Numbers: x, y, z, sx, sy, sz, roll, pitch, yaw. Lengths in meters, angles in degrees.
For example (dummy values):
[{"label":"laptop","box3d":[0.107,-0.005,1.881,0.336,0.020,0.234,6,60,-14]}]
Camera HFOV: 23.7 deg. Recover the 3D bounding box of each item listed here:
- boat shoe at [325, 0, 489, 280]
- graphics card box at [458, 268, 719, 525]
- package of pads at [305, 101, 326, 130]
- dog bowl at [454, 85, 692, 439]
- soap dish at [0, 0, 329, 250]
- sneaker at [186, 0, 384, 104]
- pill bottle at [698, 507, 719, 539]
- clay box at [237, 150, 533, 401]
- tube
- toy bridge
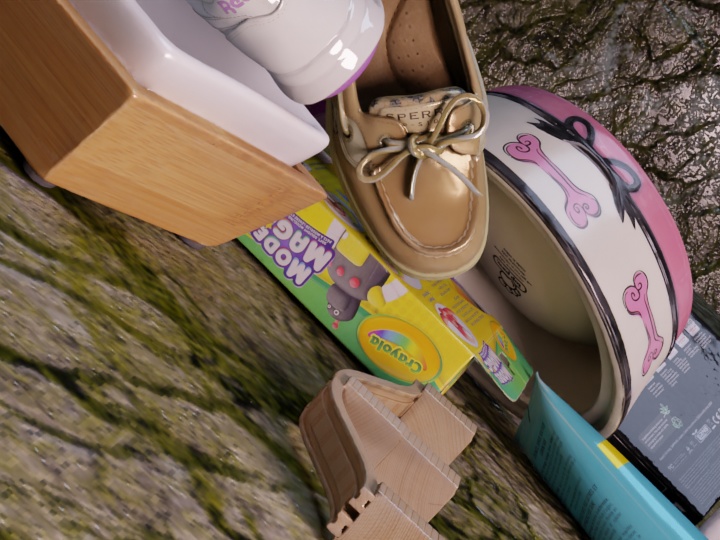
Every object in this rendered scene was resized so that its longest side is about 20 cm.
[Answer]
[{"label":"boat shoe","box3d":[0.017,-0.095,0.795,0.063,0.073,0.201,149,-74,-80]},{"label":"graphics card box","box3d":[0.155,0.057,1.046,0.200,0.051,0.125,44,48,9]},{"label":"package of pads","box3d":[-0.028,-0.137,1.012,0.121,0.076,0.200,48,-10,-10]},{"label":"dog bowl","box3d":[0.093,-0.010,0.915,0.200,0.074,0.201,44,-24,25]},{"label":"soap dish","box3d":[-0.118,-0.103,0.741,0.200,0.081,0.157,49,12,26]},{"label":"sneaker","box3d":[-0.055,-0.157,0.752,0.099,0.075,0.200,36,14,-39]},{"label":"pill bottle","box3d":[0.265,0.198,0.899,0.200,0.113,0.113,47,11,20]},{"label":"clay box","box3d":[0.000,0.000,0.866,0.200,0.048,0.115,46,12,5]},{"label":"tube","box3d":[0.148,0.141,0.869,0.200,0.050,0.078,47,-29,22]},{"label":"toy bridge","box3d":[0.009,0.071,0.684,0.067,0.027,0.200,42,11,0]}]
